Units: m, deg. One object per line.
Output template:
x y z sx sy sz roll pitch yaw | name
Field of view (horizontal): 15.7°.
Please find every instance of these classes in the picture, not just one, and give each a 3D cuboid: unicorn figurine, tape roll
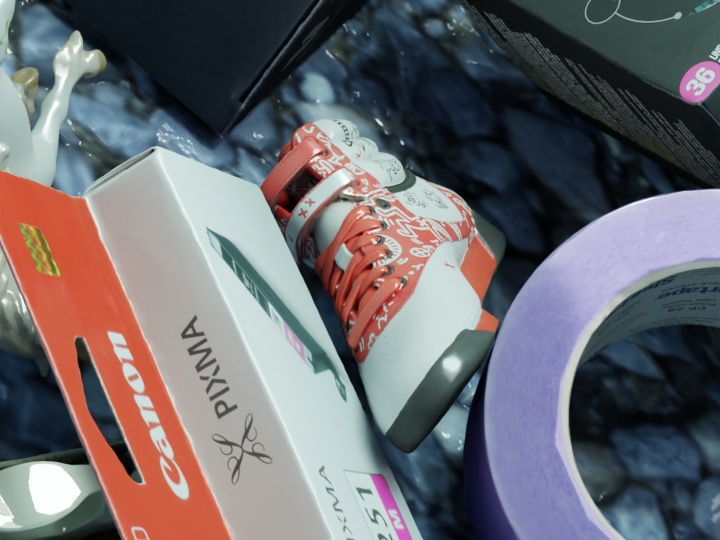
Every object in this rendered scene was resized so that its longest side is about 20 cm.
-0.142 -0.055 1.030 0.200 0.074 0.137 55 37 -32 | unicorn figurine
0.145 0.073 1.072 0.200 0.085 0.200 1 73 -4 | tape roll

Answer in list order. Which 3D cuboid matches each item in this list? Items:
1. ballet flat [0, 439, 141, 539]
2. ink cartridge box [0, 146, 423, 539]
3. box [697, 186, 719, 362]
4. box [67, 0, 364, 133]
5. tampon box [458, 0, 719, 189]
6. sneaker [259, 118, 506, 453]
-0.093 0.092 0.967 0.200 0.062 0.067 -11 63 -42 | ballet flat
-0.051 0.047 0.962 0.200 0.044 0.174 65 16 17 | ink cartridge box
0.265 -0.008 1.212 0.200 0.113 0.101 -15 60 -5 | box
-0.013 -0.198 1.158 0.117 0.197 0.200 41 42 0 | box
0.158 -0.128 1.145 0.200 0.150 0.126 36 -6 47 | tampon box
0.000 0.001 1.079 0.108 0.067 0.201 35 20 -7 | sneaker
